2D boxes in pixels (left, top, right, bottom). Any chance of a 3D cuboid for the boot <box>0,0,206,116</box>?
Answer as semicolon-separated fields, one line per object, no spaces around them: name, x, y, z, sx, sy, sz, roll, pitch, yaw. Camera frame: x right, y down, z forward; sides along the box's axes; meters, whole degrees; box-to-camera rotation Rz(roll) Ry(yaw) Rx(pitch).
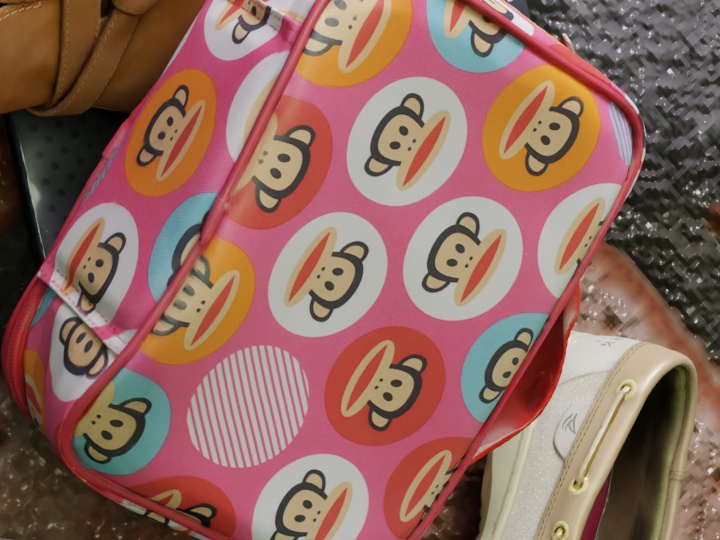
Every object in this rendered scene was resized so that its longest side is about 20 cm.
boot;-0.067;-0.144;0.889;0.155;0.077;0.200;-11;123;-31

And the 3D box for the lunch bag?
lunch bag;0.000;0.000;0.905;0.176;0.082;0.200;28;97;-35

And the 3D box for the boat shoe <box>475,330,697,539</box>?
boat shoe;0.076;0.117;0.975;0.074;0.066;0.201;21;72;-50

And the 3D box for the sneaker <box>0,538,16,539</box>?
sneaker;-0.165;0.138;0.885;0.199;0.075;0.115;9;80;-16

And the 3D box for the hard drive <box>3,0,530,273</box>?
hard drive;-0.027;-0.039;0.983;0.200;0.042;0.135;-12;87;-23
